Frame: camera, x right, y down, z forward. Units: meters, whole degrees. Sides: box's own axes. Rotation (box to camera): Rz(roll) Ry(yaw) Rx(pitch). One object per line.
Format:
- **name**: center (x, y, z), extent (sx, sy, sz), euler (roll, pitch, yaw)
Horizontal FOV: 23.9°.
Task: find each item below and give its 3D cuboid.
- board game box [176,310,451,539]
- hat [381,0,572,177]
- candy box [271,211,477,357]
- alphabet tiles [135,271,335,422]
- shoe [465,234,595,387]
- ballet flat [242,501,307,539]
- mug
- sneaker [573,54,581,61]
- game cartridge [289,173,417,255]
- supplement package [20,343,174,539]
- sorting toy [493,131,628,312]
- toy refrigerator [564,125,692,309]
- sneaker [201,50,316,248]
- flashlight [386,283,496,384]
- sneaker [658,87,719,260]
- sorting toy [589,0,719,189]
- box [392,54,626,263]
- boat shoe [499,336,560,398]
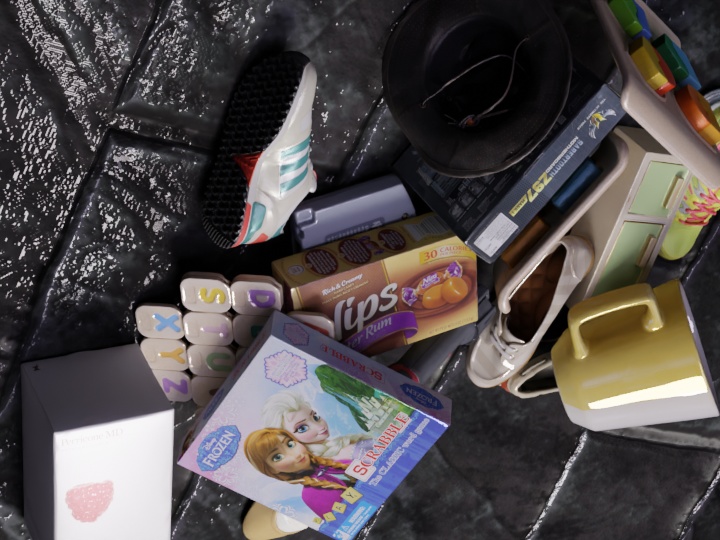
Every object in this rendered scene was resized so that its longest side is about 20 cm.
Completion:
- **board game box**: center (-0.047, 0.158, 1.657), extent (0.199, 0.041, 0.200), euler (27, 124, -13)
- **hat**: center (0.121, -0.177, 1.574), extent (0.201, 0.201, 0.081), euler (-54, 149, 13)
- **candy box**: center (0.016, 0.021, 1.681), extent (0.200, 0.056, 0.117), euler (-18, 128, -19)
- **alphabet tiles**: center (-0.120, 0.087, 1.653), extent (0.195, 0.015, 0.200), euler (4, 126, 8)
- **shoe**: center (0.172, 0.042, 1.807), extent (0.200, 0.070, 0.053), euler (-55, 163, 16)
- **ballet flat**: center (-0.045, 0.233, 1.832), extent (0.200, 0.063, 0.069), euler (-44, 131, 5)
- **mug**: center (0.281, 0.085, 1.798), extent (0.153, 0.149, 0.187), euler (-17, 109, 13)
- **sneaker**: center (0.158, -0.129, 1.693), extent (0.072, 0.072, 0.200), euler (16, 111, -40)
- **game cartridge**: center (0.000, 0.000, 1.717), extent (0.133, 0.040, 0.200), euler (-16, 128, -15)
- **supplement package**: center (-0.256, 0.191, 1.648), extent (0.121, 0.120, 0.200), euler (-10, 125, -22)
- **sorting toy**: center (0.191, -0.058, 1.700), extent (0.036, 0.185, 0.200), euler (37, 99, -3)
- **toy refrigerator**: center (0.282, -0.048, 1.818), extent (0.076, 0.070, 0.200), euler (5, 118, -31)
- **sneaker**: center (-0.076, -0.113, 1.587), extent (0.093, 0.070, 0.200), euler (-3, 122, -48)
- **flashlight**: center (0.064, 0.097, 1.750), extent (0.200, 0.068, 0.068), euler (-45, 123, -35)
- **sneaker**: center (0.370, -0.090, 1.825), extent (0.078, 0.090, 0.200), euler (0, 123, -31)
- **sorting toy**: center (0.288, -0.196, 1.642), extent (0.036, 0.200, 0.185), euler (-31, 136, 26)
- **box**: center (0.141, -0.127, 1.626), extent (0.200, 0.158, 0.051), euler (-49, 131, 7)
- **boat shoe**: center (0.238, 0.104, 1.903), extent (0.200, 0.063, 0.071), euler (-5, 121, -28)
